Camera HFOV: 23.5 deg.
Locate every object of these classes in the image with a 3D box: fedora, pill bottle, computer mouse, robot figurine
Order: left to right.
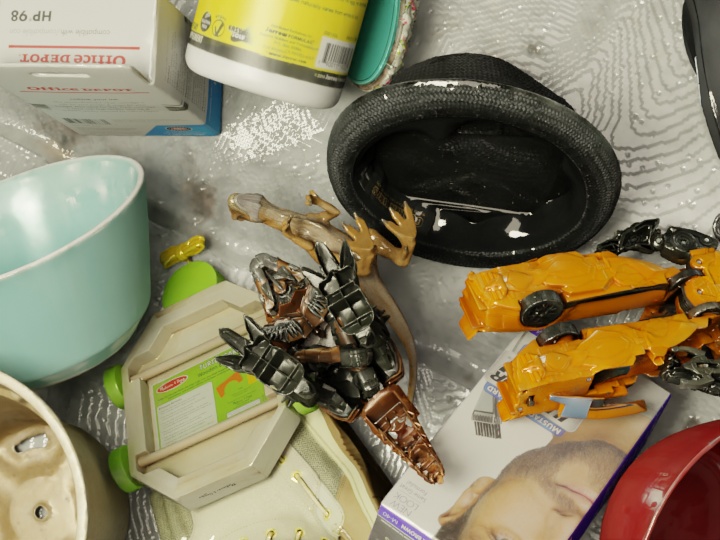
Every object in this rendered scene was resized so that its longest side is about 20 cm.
[{"bbox_3d":[-0.042,-0.220,1.174,0.112,0.112,0.201,18,99,13],"label":"pill bottle"},{"bbox_3d":[0.079,-0.089,1.180,0.199,0.201,0.092,0,50,12],"label":"fedora"},{"bbox_3d":[0.172,0.035,1.134,0.199,0.058,0.146,-7,52,-19],"label":"robot figurine"},{"bbox_3d":[0.297,-0.120,1.178,0.139,0.046,0.202,-9,80,12],"label":"computer mouse"}]

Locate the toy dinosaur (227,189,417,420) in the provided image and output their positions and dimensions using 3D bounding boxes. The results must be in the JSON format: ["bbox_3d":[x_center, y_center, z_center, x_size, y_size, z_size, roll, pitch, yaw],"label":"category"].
[{"bbox_3d":[0.000,0.000,1.186,0.200,0.106,0.060,44,56,-5],"label":"toy dinosaur"}]

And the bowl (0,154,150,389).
[{"bbox_3d":[-0.226,0.010,1.210,0.199,0.201,0.106,-16,115,9],"label":"bowl"}]

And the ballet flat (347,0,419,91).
[{"bbox_3d":[0.013,-0.224,1.242,0.075,0.064,0.202,-14,79,36],"label":"ballet flat"}]

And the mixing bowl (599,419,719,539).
[{"bbox_3d":[0.227,0.176,1.099,0.199,0.108,0.202,-5,102,-24],"label":"mixing bowl"}]

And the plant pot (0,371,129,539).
[{"bbox_3d":[-0.247,0.167,1.178,0.199,0.183,0.202,-1,83,12],"label":"plant pot"}]

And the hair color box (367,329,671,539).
[{"bbox_3d":[0.105,0.129,1.122,0.109,0.065,0.200,32,54,14],"label":"hair color box"}]

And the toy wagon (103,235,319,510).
[{"bbox_3d":[-0.107,0.065,1.215,0.154,0.040,0.201,-24,51,17],"label":"toy wagon"}]

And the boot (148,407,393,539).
[{"bbox_3d":[-0.049,0.184,1.180,0.154,0.072,0.200,-39,57,5],"label":"boot"}]

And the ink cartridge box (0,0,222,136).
[{"bbox_3d":[-0.176,-0.147,1.200,0.115,0.200,0.067,2,82,11],"label":"ink cartridge box"}]

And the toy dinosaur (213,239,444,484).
[{"bbox_3d":[-0.009,0.052,1.095,0.199,0.136,0.103,25,79,30],"label":"toy dinosaur"}]
